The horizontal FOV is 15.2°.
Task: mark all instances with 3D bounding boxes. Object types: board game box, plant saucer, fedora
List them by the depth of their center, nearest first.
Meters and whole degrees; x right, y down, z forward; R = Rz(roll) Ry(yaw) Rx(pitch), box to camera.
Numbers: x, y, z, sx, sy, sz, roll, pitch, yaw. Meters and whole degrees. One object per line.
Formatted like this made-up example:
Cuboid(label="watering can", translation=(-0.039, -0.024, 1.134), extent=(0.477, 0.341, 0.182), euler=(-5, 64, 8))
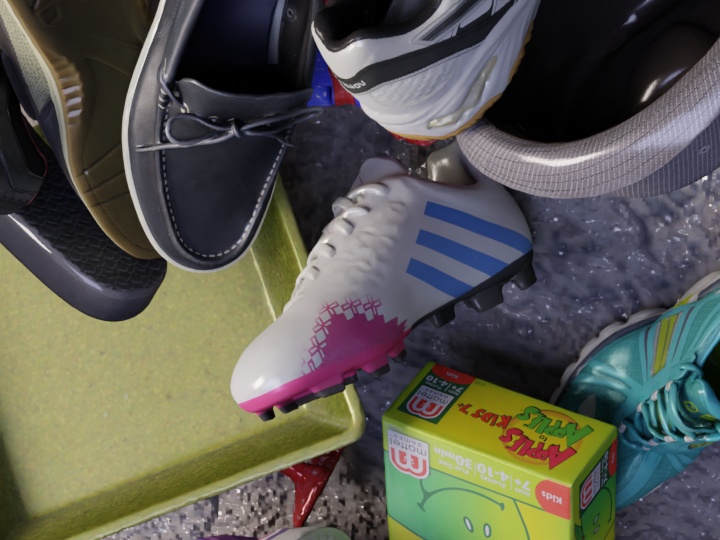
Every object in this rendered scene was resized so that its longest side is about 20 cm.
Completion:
Cuboid(label="fedora", translation=(0.131, -0.108, 1.155), extent=(0.090, 0.177, 0.200), euler=(32, 95, -45))
Cuboid(label="plant saucer", translation=(-0.116, 0.025, 1.282), extent=(0.200, 0.048, 0.200), euler=(-21, 76, 4))
Cuboid(label="board game box", translation=(0.069, 0.147, 1.307), extent=(0.102, 0.048, 0.200), euler=(18, 134, 25))

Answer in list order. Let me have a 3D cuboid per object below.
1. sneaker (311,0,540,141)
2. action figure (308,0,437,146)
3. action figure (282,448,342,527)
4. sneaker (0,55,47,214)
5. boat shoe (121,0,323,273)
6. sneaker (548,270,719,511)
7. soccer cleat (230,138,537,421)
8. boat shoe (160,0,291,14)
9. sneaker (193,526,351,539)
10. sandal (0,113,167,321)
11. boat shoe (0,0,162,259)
Cuboid(label="sneaker", translation=(0.053, -0.152, 1.117), extent=(0.076, 0.088, 0.200), euler=(25, 84, 42))
Cuboid(label="action figure", translation=(-0.030, -0.096, 1.222), extent=(0.200, 0.099, 0.065), euler=(5, 80, 8))
Cuboid(label="action figure", translation=(-0.120, 0.087, 1.355), extent=(0.200, 0.065, 0.099), euler=(28, 111, 3))
Cuboid(label="sneaker", translation=(-0.195, -0.104, 1.217), extent=(0.079, 0.095, 0.200), euler=(-38, 57, 29))
Cuboid(label="boat shoe", translation=(-0.056, -0.079, 1.145), extent=(0.075, 0.062, 0.200), euler=(-1, 124, -21))
Cuboid(label="sneaker", translation=(0.152, 0.052, 1.253), extent=(0.078, 0.080, 0.200), euler=(43, 121, -6))
Cuboid(label="soccer cleat", translation=(0.000, 0.000, 1.216), extent=(0.070, 0.200, 0.086), euler=(-23, 94, 43))
Cuboid(label="boat shoe", translation=(-0.008, -0.176, 1.182), extent=(0.200, 0.065, 0.071), euler=(-34, 131, 0))
Cuboid(label="sneaker", translation=(-0.052, 0.160, 1.312), extent=(0.114, 0.200, 0.073), euler=(5, 81, 17))
Cuboid(label="sandal", translation=(-0.177, -0.044, 1.251), extent=(0.200, 0.076, 0.043), euler=(46, 129, 13))
Cuboid(label="boat shoe", translation=(-0.120, -0.095, 1.189), extent=(0.072, 0.066, 0.201), euler=(-33, 129, -12))
